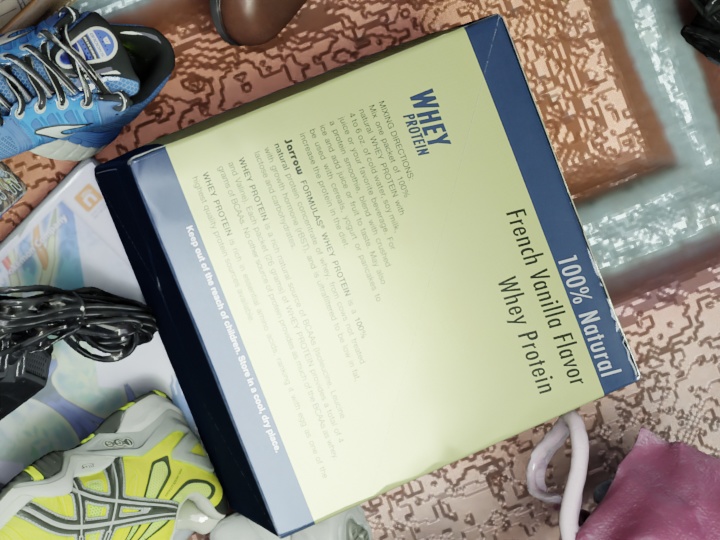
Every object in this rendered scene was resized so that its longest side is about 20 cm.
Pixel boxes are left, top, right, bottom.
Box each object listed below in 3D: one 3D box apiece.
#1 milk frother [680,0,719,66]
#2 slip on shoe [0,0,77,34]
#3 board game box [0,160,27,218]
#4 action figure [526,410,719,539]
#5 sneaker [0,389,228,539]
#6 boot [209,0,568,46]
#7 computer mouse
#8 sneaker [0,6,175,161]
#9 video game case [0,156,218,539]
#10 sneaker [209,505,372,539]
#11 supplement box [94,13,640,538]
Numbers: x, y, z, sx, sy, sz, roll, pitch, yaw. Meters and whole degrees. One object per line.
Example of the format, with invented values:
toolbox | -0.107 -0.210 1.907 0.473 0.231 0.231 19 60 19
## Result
milk frother | 0.235 -0.188 1.216 0.180 0.200 0.188 28 92 -3
slip on shoe | -0.217 -0.126 1.254 0.200 0.061 0.076 -30 96 0
board game box | -0.300 -0.048 1.214 0.159 0.097 0.200 -42 96 20
action figure | 0.120 0.159 1.146 0.149 0.134 0.200 31 53 7
sneaker | -0.136 0.130 1.200 0.076 0.200 0.075 46 134 7
boot | 0.035 -0.169 1.217 0.200 0.068 0.188 29 81 36
computer mouse | -0.210 0.056 1.226 0.200 0.138 0.053 -35 72 19
sneaker | -0.163 -0.095 1.191 0.089 0.200 0.079 -33 84 32
video game case | -0.149 0.072 1.296 0.182 0.022 0.200 45 90 -6
sneaker | -0.040 0.213 1.300 0.099 0.078 0.200 2 102 20
supplement box | 0.000 0.000 1.231 0.199 0.134 0.200 -23 96 -12
